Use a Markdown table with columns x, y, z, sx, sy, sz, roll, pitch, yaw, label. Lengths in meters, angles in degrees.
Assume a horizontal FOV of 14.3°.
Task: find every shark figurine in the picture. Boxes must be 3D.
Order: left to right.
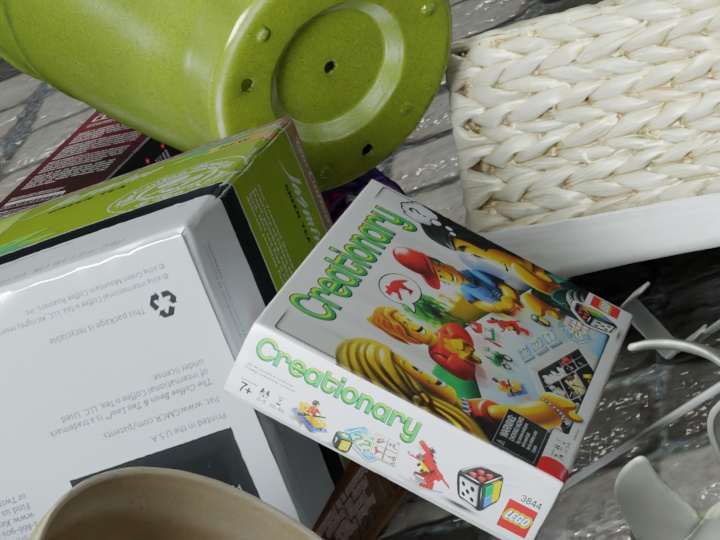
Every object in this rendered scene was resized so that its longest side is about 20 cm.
| x | y | z | sx | sy | sz | roll | pitch | yaw | label |
| --- | --- | --- | --- | --- | --- | --- | --- | --- | --- |
| 0.142 | 0.102 | 1.025 | 0.128 | 0.215 | 0.090 | 0 | 57 | -15 | shark figurine |

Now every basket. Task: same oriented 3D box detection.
| x | y | z | sx | sy | sz | roll | pitch | yaw | label |
| --- | --- | --- | --- | --- | --- | --- | --- | --- | --- |
| 0.151 | -0.074 | 1.361 | 0.200 | 0.123 | 0.136 | -12 | 5 | 33 | basket |

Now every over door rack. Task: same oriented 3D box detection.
| x | y | z | sx | sy | sz | roll | pitch | yaw | label |
| --- | --- | --- | --- | --- | --- | --- | --- | --- | --- |
| 0.158 | 0.047 | 1.206 | 0.200 | 0.067 | 0.148 | -23 | 15 | 50 | over door rack |

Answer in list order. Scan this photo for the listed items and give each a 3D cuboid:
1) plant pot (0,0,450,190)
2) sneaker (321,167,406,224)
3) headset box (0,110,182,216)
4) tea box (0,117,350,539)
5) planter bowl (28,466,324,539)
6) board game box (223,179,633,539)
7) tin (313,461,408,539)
| x | y | z | sx | sy | sz | roll | pitch | yaw | label |
| --- | --- | --- | --- | --- | --- | --- | --- | --- | --- |
| -0.060 | -0.135 | 1.360 | 0.200 | 0.200 | 0.193 | -32 | 45 | -17 | plant pot |
| 0.000 | 0.000 | 1.353 | 0.081 | 0.083 | 0.200 | -34 | 16 | 6 | sneaker |
| -0.115 | 0.009 | 1.472 | 0.077 | 0.149 | 0.200 | -10 | 26 | 32 | headset box |
| -0.113 | 0.046 | 1.177 | 0.200 | 0.134 | 0.197 | -19 | 11 | 14 | tea box |
| -0.067 | 0.185 | 0.965 | 0.135 | 0.200 | 0.200 | -45 | 10 | 27 | planter bowl |
| 0.032 | 0.031 | 1.114 | 0.035 | 0.126 | 0.200 | -64 | -3 | 21 | board game box |
| -0.047 | 0.118 | 1.290 | 0.112 | 0.042 | 0.200 | -7 | 26 | 30 | tin |
